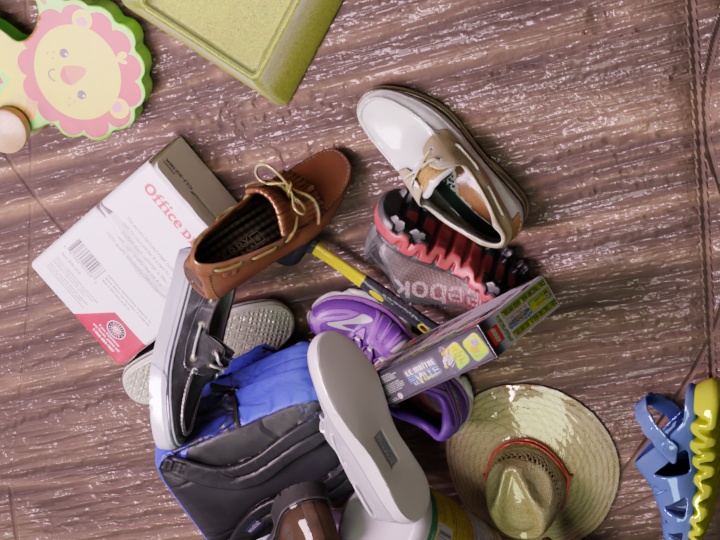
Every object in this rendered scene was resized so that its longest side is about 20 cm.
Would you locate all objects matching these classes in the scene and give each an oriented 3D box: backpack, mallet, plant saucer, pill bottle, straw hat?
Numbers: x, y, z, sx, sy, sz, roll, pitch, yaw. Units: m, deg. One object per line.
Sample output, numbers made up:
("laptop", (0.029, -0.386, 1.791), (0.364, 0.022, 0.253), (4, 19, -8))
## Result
("backpack", (-0.093, 0.158, 1.625), (0.198, 0.169, 0.163), (-23, 132, 11))
("mallet", (0.000, 0.000, 1.608), (0.199, 0.041, 0.066), (29, 132, 8))
("plant saucer", (-0.120, -0.277, 1.517), (0.199, 0.048, 0.201), (33, 122, 1))
("pill bottle", (0.078, 0.289, 1.624), (0.112, 0.114, 0.200), (-28, 136, 29))
("straw hat", (0.169, 0.225, 1.647), (0.199, 0.085, 0.203), (8, 118, 16))

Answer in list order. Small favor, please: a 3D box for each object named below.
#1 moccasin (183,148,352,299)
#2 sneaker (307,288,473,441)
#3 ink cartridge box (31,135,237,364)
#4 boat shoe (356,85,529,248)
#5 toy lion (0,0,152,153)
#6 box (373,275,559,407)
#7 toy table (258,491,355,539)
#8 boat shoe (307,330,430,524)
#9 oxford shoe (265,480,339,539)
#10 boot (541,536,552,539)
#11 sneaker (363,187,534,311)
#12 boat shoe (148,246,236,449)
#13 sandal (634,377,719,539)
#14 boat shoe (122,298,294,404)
("moccasin", (-0.087, -0.055, 1.542), (0.074, 0.200, 0.078), (51, 158, 17))
("sneaker", (0.030, 0.096, 1.632), (0.199, 0.084, 0.081), (36, 121, 1))
("ink cartridge box", (-0.218, -0.020, 1.659), (0.199, 0.084, 0.145), (-36, 100, 30))
("boat shoe", (0.076, -0.100, 1.526), (0.199, 0.068, 0.075), (38, 121, -2))
("toy lion", (-0.311, -0.220, 1.610), (0.190, 0.069, 0.201), (-21, 107, 20))
("box", (0.085, 0.073, 1.511), (0.199, 0.110, 0.035), (-30, 93, 47))
("toy table", (-0.025, 0.290, 1.730), (0.200, 0.117, 0.184), (40, 122, -3))
("boat shoe", (-0.004, 0.151, 1.514), (0.068, 0.072, 0.201), (-17, 112, 44))
("oxford shoe", (-0.056, 0.294, 1.596), (0.072, 0.085, 0.201), (-15, 148, -11))
("boot", (0.238, 0.317, 1.648), (0.096, 0.075, 0.200), (-4, 154, 10))
("sneaker", (0.088, 0.003, 1.575), (0.199, 0.071, 0.098), (32, 135, -7))
("boat shoe", (-0.157, 0.074, 1.547), (0.070, 0.072, 0.202), (5, 78, 10))
("sandal", (0.313, 0.195, 1.593), (0.086, 0.079, 0.202), (7, 110, 20))
("boat shoe", (-0.162, 0.077, 1.704), (0.199, 0.062, 0.075), (-25, 114, 12))
